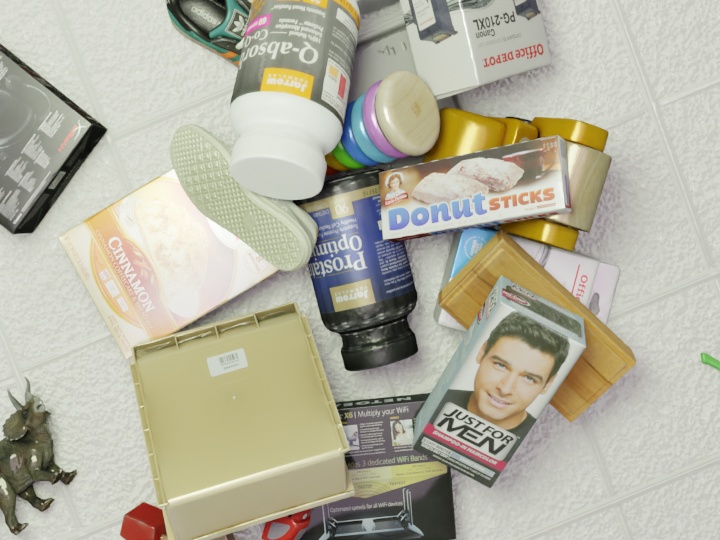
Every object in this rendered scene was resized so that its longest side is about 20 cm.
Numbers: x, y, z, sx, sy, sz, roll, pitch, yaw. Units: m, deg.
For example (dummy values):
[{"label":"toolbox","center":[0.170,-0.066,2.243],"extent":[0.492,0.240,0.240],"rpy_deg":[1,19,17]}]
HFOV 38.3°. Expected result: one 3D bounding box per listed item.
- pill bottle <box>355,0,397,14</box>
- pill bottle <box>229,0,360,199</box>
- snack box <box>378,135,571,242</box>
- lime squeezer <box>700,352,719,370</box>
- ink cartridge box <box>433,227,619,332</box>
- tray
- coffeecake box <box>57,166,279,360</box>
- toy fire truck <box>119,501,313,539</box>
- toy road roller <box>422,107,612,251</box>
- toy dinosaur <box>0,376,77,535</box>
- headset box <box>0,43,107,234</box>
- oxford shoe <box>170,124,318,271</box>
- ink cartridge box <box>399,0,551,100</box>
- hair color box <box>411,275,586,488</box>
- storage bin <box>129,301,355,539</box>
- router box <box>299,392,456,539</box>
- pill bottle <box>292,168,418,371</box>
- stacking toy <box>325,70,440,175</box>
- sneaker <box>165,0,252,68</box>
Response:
[{"label":"pill bottle","center":[-0.014,-0.384,1.104],"extent":[0.112,0.114,0.203],"rpy_deg":[-19,93,1]},{"label":"pill bottle","center":[-0.068,-0.182,1.033],"extent":[0.114,0.117,0.204],"rpy_deg":[9,70,-1]},{"label":"snack box","center":[0.111,-0.079,1.037],"extent":[0.197,0.024,0.073],"rpy_deg":[-9,80,28]},{"label":"lime squeezer","center":[0.490,0.128,1.184],"extent":[0.196,0.038,0.072],"rpy_deg":[-3,63,1]},{"label":"ink cartridge box","center":[0.191,0.026,1.153],"extent":[0.196,0.067,0.118],"rpy_deg":[15,94,-2]},{"label":"tray","center":[0.187,0.061,1.096],"extent":[0.199,0.037,0.099],"rpy_deg":[41,109,-10]},{"label":"coffeecake box","center":[-0.204,-0.021,1.144],"extent":[0.198,0.073,0.155],"rpy_deg":[-30,92,1]},{"label":"toy fire truck","center":[-0.156,0.270,1.142],"extent":[0.197,0.049,0.143],"rpy_deg":[22,101,13]},{"label":"toy road roller","center":[0.151,-0.106,1.082],"extent":[0.144,0.200,0.125],"rpy_deg":[15,94,-23]},{"label":"toy dinosaur","center":[-0.390,0.228,1.167],"extent":[0.102,0.077,0.201],"rpy_deg":[38,97,9]},{"label":"headset box","center":[-0.404,-0.160,1.132],"extent":[0.199,0.077,0.150],"rpy_deg":[37,92,-2]},{"label":"oxford shoe","center":[-0.121,-0.077,1.082],"extent":[0.199,0.058,0.076],"rpy_deg":[41,121,10]},{"label":"ink cartridge box","center":[0.113,-0.293,1.080],"extent":[0.144,0.083,0.204],"rpy_deg":[-23,103,-43]},{"label":"hair color box","center":[0.140,0.118,1.073],"extent":[0.098,0.061,0.202],"rpy_deg":[26,117,-4]},{"label":"storage bin","center":[-0.128,0.156,1.086],"extent":[0.196,0.094,0.201],"rpy_deg":[-15,54,-9]},{"label":"router box","center":[0.004,0.229,1.170],"extent":[0.196,0.052,0.161],"rpy_deg":[-5,93,0]},{"label":"pill bottle","center":[0.000,0.000,1.128],"extent":[0.110,0.112,0.204],"rpy_deg":[-14,93,0]},{"label":"stacking toy","center":[-0.011,-0.140,1.098],"extent":[0.084,0.198,0.087],"rpy_deg":[13,70,-40]},{"label":"sneaker","center":[-0.123,-0.253,1.126],"extent":[0.197,0.080,0.072],"rpy_deg":[23,91,-2]}]
